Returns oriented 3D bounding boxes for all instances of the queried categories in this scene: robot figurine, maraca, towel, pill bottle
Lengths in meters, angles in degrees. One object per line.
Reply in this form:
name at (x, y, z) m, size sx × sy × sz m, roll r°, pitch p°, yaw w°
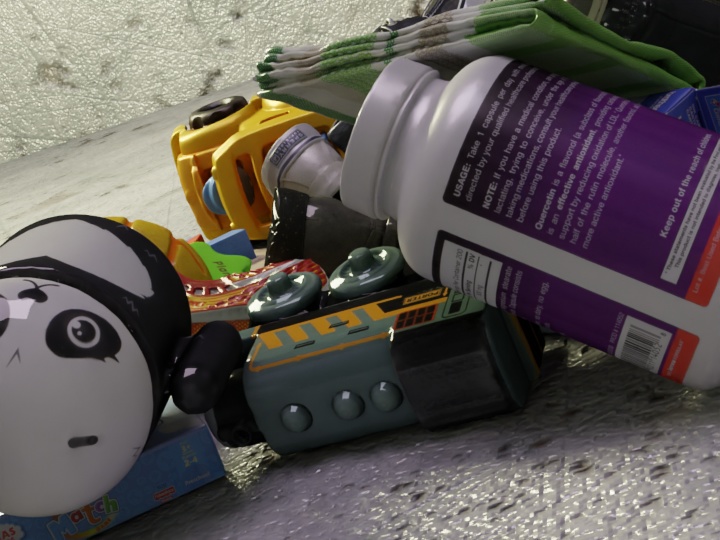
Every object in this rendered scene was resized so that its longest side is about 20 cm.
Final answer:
robot figurine at (-0.154, 0.041, 0.733) m, size 0.150 × 0.125 × 0.200 m, roll -34°, pitch 13°, yaw 13°
maraca at (-0.157, 0.015, 1.036) m, size 0.199 × 0.108 × 0.137 m, roll -6°, pitch 36°, yaw -32°
towel at (0.060, -0.105, 0.755) m, size 0.199 × 0.031 × 0.149 m, roll -5°, pitch -11°, yaw 44°
pill bottle at (0.096, -0.030, 0.665) m, size 0.199 × 0.113 × 0.112 m, roll 23°, pitch 28°, yaw 14°

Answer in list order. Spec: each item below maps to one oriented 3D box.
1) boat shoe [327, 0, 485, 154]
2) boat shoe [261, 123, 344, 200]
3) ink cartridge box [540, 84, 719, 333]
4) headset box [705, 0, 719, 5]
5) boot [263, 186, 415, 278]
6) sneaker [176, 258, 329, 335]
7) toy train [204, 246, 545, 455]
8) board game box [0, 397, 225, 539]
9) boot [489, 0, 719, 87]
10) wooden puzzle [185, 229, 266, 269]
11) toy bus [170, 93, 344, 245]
boat shoe at (0.031, -0.154, 1.038) m, size 0.072 × 0.068 × 0.201 m, roll -40°, pitch 20°, yaw 56°
boat shoe at (-0.012, -0.039, 1.044) m, size 0.071 × 0.070 × 0.200 m, roll -47°, pitch -21°, yaw -8°
ink cartridge box at (0.132, -0.027, 0.760) m, size 0.199 × 0.120 × 0.042 m, roll -7°, pitch 23°, yaw 42°
headset box at (0.311, -0.203, 0.961) m, size 0.173 × 0.093 × 0.200 m, roll 24°, pitch 9°, yaw 25°
boot at (0.000, 0.000, 0.964) m, size 0.130 × 0.068 × 0.200 m, roll 7°, pitch -14°, yaw -5°
sneaker at (-0.097, 0.042, 0.897) m, size 0.199 × 0.078 × 0.073 m, roll 0°, pitch 32°, yaw 35°
toy train at (0.008, 0.042, 0.763) m, size 0.199 × 0.086 × 0.114 m, roll -15°, pitch 24°, yaw 21°
board game box at (-0.174, 0.111, 0.830) m, size 0.150 × 0.037 × 0.200 m, roll -23°, pitch 15°, yaw -15°
boot at (0.153, -0.120, 0.841) m, size 0.153 × 0.074 × 0.203 m, roll 13°, pitch -8°, yaw -12°
wooden puzzle at (-0.163, 0.011, 1.180) m, size 0.184 × 0.047 × 0.200 m, roll -26°, pitch 15°, yaw -25°
toy bus at (-0.071, -0.083, 1.243) m, size 0.199 × 0.136 × 0.192 m, roll -17°, pitch 17°, yaw 8°
